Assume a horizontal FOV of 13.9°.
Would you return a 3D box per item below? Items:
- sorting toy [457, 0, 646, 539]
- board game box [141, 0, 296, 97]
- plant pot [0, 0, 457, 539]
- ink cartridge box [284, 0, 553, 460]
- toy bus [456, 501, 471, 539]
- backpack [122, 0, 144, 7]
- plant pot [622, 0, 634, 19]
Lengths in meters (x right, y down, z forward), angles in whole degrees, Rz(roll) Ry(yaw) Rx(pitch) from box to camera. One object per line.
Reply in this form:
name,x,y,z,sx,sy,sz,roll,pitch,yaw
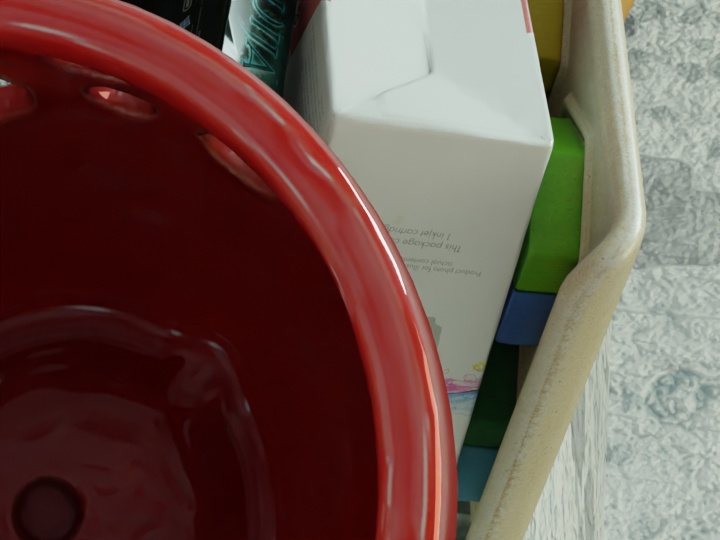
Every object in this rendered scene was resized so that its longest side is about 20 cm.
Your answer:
sorting toy,0.048,-0.020,0.919,0.186,0.036,0.201,106,-9,-49
board game box,-0.078,0.007,0.848,0.028,0.135,0.201,32,45,-28
plant pot,-0.074,0.052,0.648,0.183,0.199,0.202,61,29,-80
ink cartridge box,0.000,0.000,0.907,0.117,0.067,0.201,-95,-164,-49
toy bus,-0.026,0.120,1.156,0.201,0.135,0.193,-84,-179,-49
backpack,-0.065,-0.201,0.859,0.167,0.126,0.201,-67,176,-52
plant pot,0.024,-0.126,1.090,0.200,0.199,0.141,-16,120,-80
